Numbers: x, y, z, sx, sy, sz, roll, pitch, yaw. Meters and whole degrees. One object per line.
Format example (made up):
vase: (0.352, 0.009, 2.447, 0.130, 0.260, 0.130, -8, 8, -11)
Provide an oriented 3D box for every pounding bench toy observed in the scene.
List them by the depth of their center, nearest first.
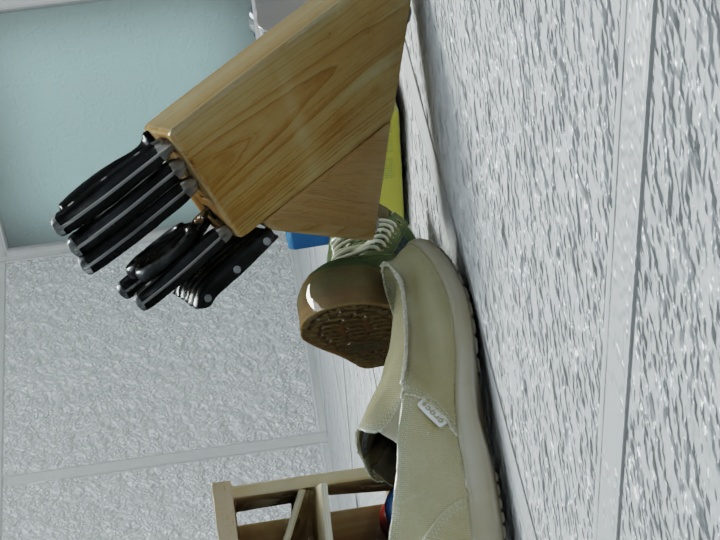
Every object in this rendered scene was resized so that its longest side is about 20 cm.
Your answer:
pounding bench toy: (-0.012, 0.241, 1.223, 0.124, 0.155, 0.201, 100, 162, -75)

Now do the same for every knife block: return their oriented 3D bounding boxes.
knife block: (-0.074, -0.077, 0.960, 0.064, 0.175, 0.201, -158, 76, -68)

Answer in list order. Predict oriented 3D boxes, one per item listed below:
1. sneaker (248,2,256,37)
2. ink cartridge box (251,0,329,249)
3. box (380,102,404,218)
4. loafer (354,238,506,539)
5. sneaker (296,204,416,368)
sneaker: (-0.062, -0.220, 1.656, 0.074, 0.081, 0.201, 86, 175, -51)
ink cartridge box: (-0.030, -0.139, 1.290, 0.201, 0.084, 0.145, 85, 175, -46)
box: (0.002, -0.056, 1.220, 0.200, 0.050, 0.075, 87, 175, -48)
loafer: (0.029, 0.073, 0.909, 0.076, 0.068, 0.201, 88, 173, -58)
sneaker: (0.000, 0.000, 1.066, 0.200, 0.067, 0.090, 45, -144, -73)
